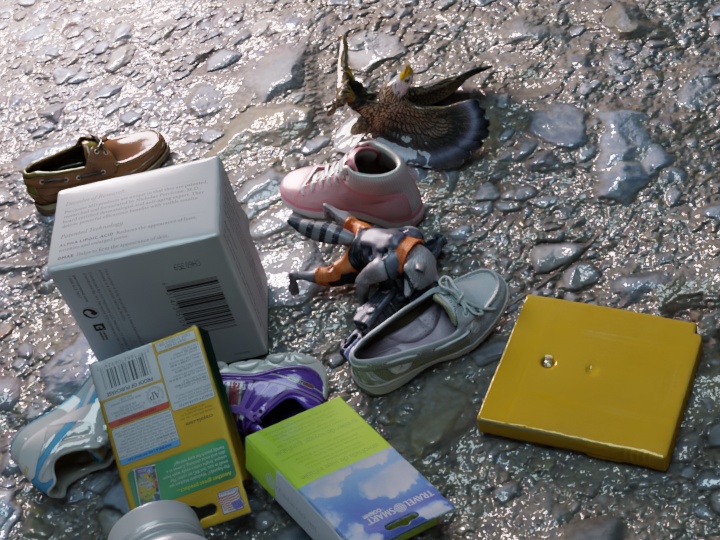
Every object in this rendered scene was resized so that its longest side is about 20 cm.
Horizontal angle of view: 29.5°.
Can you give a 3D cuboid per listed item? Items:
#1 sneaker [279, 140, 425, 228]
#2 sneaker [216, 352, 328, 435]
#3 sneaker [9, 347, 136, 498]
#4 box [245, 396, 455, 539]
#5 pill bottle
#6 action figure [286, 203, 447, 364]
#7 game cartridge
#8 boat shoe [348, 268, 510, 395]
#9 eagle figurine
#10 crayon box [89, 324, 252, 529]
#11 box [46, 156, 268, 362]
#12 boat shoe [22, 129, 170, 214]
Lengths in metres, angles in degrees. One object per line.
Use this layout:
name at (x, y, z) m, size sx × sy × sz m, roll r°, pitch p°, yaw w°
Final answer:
sneaker at (-0.020, -0.116, 1.660) m, size 0.198 × 0.105 × 0.076 m, roll 13°, pitch 54°, yaw 29°
sneaker at (-0.132, 0.145, 1.468) m, size 0.197 × 0.081 × 0.084 m, roll -12°, pitch 57°, yaw 11°
sneaker at (-0.284, 0.167, 1.501) m, size 0.200 × 0.077 × 0.081 m, roll -41°, pitch 57°, yaw -14°
box at (-0.013, 0.214, 1.358) m, size 0.121 × 0.048 × 0.200 m, roll -20°, pitch 41°, yaw -31°
pill bottle at (-0.170, 0.321, 1.281) m, size 0.113 × 0.114 × 0.201 m, roll -24°, pitch 45°, yaw -6°
action figure at (0.000, 0.000, 1.546) m, size 0.192 × 0.105 × 0.201 m, roll 7°, pitch 49°, yaw 35°
game cartridge at (0.240, 0.112, 1.413) m, size 0.198 × 0.033 × 0.177 m, roll 11°, pitch 51°, yaw 23°
boat shoe at (0.075, 0.059, 1.478) m, size 0.200 × 0.065 × 0.075 m, roll -30°, pitch 61°, yaw -9°
eagle figurine at (0.061, -0.210, 1.731) m, size 0.197 × 0.151 × 0.154 m, roll 13°, pitch 90°, yaw -10°
crayon box at (-0.193, 0.174, 1.421) m, size 0.124 × 0.052 × 0.202 m, roll -19°, pitch 78°, yaw 5°
box at (-0.222, 0.003, 1.541) m, size 0.197 × 0.200 × 0.132 m, roll -12°, pitch 44°, yaw 7°
boat shoe at (-0.350, -0.143, 1.815) m, size 0.198 × 0.068 × 0.072 m, roll -27°, pitch 44°, yaw -11°
